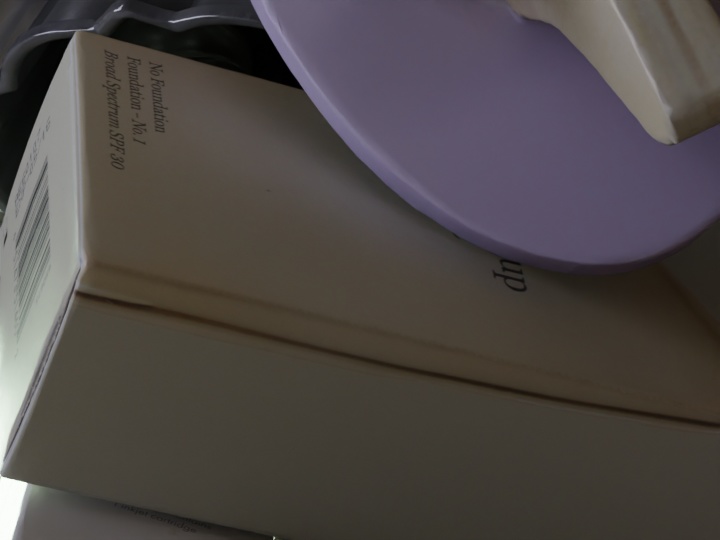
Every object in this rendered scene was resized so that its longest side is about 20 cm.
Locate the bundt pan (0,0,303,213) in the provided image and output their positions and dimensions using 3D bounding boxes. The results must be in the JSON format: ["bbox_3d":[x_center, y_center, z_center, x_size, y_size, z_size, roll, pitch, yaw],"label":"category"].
[{"bbox_3d":[-0.011,-0.040,0.826,0.202,0.202,0.076,-48,20,57],"label":"bundt pan"}]

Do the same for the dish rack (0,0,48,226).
[{"bbox_3d":[-0.120,-0.054,0.924,0.200,0.044,0.172,-56,-11,30],"label":"dish rack"}]

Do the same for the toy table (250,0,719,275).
[{"bbox_3d":[0.034,-0.103,0.638,0.184,0.200,0.117,-37,-6,-7],"label":"toy table"}]

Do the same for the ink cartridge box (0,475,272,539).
[{"bbox_3d":[-0.069,0.079,0.754,0.200,0.067,0.117,-85,16,-64],"label":"ink cartridge box"}]

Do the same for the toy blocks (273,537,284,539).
[{"bbox_3d":[-0.002,0.119,0.836,0.200,0.100,0.137,34,112,58],"label":"toy blocks"}]

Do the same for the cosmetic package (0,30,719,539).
[{"bbox_3d":[0.012,0.017,0.706,0.104,0.200,0.073,-101,29,-51],"label":"cosmetic package"}]
